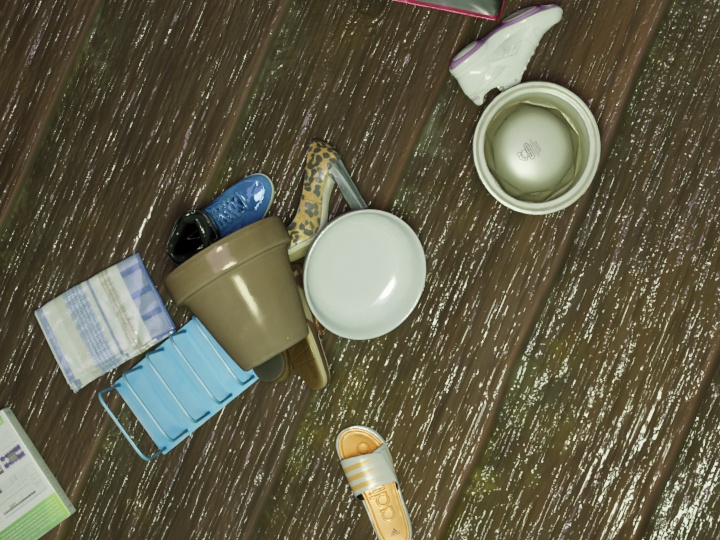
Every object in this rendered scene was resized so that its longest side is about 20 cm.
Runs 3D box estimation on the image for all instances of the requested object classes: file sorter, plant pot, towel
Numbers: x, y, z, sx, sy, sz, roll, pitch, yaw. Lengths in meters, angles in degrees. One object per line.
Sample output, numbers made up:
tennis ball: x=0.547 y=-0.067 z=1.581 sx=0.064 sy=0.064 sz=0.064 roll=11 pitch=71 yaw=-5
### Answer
file sorter: x=-0.278 y=0.175 z=1.499 sx=0.199 sy=0.123 sz=0.140 roll=-38 pitch=89 yaw=3
plant pot: x=-0.162 y=0.044 z=1.424 sx=0.198 sy=0.200 sz=0.177 roll=-29 pitch=90 yaw=1
towel: x=-0.406 y=0.082 z=1.559 sx=0.198 sy=0.024 sz=0.149 roll=-29 pitch=86 yaw=-1

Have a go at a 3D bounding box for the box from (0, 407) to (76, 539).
box: x=-0.566 y=0.343 z=1.555 sx=0.143 sy=0.036 sz=0.202 roll=-34 pitch=87 yaw=1

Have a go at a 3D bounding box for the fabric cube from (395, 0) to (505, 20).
fabric cube: x=0.142 y=-0.514 z=1.460 sx=0.192 sy=0.200 sz=0.204 roll=13 pitch=89 yaw=3

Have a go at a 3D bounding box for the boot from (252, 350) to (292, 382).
boot: x=-0.161 y=0.083 z=1.534 sx=0.073 sy=0.075 sz=0.203 roll=-25 pitch=74 yaw=11

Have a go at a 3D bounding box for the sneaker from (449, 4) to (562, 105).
sneaker: x=0.236 y=-0.338 z=1.529 sx=0.198 sy=0.075 sz=0.100 roll=-34 pitch=107 yaw=1

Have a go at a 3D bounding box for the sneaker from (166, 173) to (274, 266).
sneaker: x=-0.216 y=-0.077 z=1.509 sx=0.199 sy=0.111 sz=0.077 roll=-38 pitch=88 yaw=1

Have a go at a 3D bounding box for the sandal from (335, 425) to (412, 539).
sandal: x=0.028 y=0.340 z=1.521 sx=0.078 sy=0.059 sz=0.210 roll=-25 pitch=88 yaw=1

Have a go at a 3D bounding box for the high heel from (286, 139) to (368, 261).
high heel: x=-0.100 y=-0.104 z=1.536 sx=0.198 sy=0.071 sz=0.144 roll=-33 pitch=77 yaw=3

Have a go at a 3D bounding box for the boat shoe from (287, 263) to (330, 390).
boat shoe: x=-0.080 y=0.083 z=1.520 sx=0.071 sy=0.072 sz=0.203 roll=-13 pitch=72 yaw=-35

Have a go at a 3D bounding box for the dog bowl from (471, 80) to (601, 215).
dog bowl: x=0.268 y=-0.186 z=1.514 sx=0.195 sy=0.074 sz=0.205 roll=0 pitch=90 yaw=2

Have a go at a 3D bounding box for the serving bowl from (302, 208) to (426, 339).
serving bowl: x=0.000 y=0.000 z=1.507 sx=0.196 sy=0.066 sz=0.205 roll=-5 pitch=106 yaw=-17
